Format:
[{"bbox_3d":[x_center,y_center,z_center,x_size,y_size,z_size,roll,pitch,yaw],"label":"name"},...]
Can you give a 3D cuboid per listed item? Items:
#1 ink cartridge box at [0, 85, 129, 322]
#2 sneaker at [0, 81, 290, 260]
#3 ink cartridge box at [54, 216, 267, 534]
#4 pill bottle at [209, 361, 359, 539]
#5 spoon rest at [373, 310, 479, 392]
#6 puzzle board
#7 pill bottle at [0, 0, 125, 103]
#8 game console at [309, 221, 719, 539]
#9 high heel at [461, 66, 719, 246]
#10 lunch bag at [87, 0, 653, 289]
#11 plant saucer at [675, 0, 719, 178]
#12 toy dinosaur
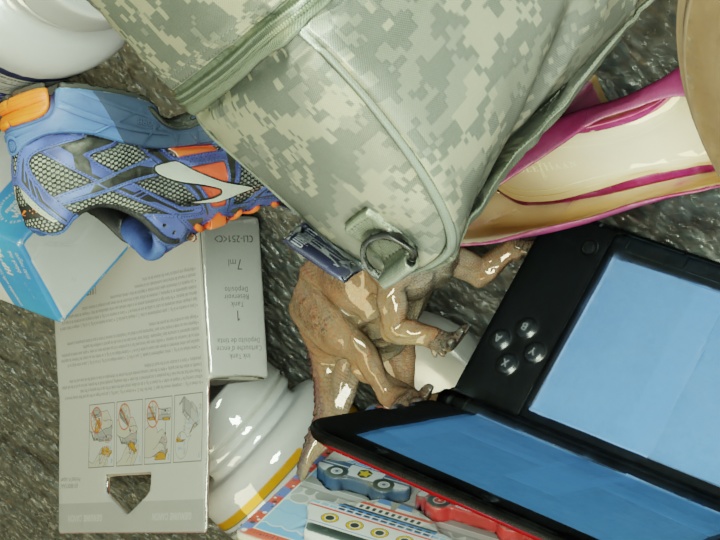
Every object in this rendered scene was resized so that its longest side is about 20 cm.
[{"bbox_3d":[-0.219,-0.056,1.353,0.199,0.116,0.068,18,145,36],"label":"ink cartridge box"},{"bbox_3d":[-0.093,-0.042,1.180,0.199,0.079,0.075,7,173,-28],"label":"sneaker"},{"bbox_3d":[-0.122,0.066,1.378,0.200,0.044,0.178,-10,81,57],"label":"ink cartridge box"},{"bbox_3d":[-0.018,0.142,1.407,0.200,0.109,0.109,43,153,-6],"label":"pill bottle"},{"bbox_3d":[0.063,0.099,1.290,0.099,0.061,0.200,2,136,50],"label":"spoon rest"},{"bbox_3d":[0.061,0.122,1.162,0.199,0.151,0.018,13,116,23],"label":"puzzle board"},{"bbox_3d":[-0.170,-0.148,1.146,0.120,0.120,0.200,49,152,-18],"label":"pill bottle"},{"bbox_3d":[0.111,0.051,1.006,0.199,0.173,0.119,21,164,33],"label":"game console"},{"bbox_3d":[0.116,-0.043,0.963,0.199,0.096,0.068,8,139,47],"label":"high heel"},{"bbox_3d":[0.018,-0.114,0.867,0.168,0.200,0.139,45,153,-7],"label":"lunch bag"},{"bbox_3d":[0.195,-0.064,0.844,0.199,0.029,0.201,26,134,30],"label":"plant saucer"},{"bbox_3d":[0.000,0.000,1.144,0.135,0.086,0.201,36,120,13],"label":"toy dinosaur"}]
